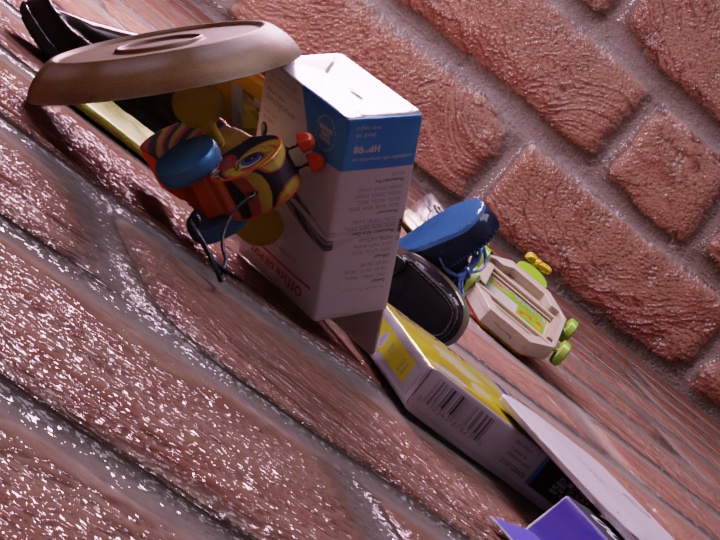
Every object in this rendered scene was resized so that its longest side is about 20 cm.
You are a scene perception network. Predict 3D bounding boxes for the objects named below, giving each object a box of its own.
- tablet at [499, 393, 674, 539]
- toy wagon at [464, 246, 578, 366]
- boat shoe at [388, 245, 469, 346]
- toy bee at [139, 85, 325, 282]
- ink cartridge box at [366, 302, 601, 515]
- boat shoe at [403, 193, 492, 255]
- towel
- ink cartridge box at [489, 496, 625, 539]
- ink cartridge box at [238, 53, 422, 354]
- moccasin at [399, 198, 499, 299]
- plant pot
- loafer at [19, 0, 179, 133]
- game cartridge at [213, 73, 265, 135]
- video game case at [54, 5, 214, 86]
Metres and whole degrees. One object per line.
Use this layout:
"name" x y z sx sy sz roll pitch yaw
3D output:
"tablet" 0.184 0.166 1.309 0.130 0.014 0.200 37 7 -37
"toy wagon" 0.197 0.036 2.230 0.155 0.040 0.200 40 25 -3
"boat shoe" 0.000 -0.001 1.534 0.200 0.072 0.066 37 11 20
"toy bee" -0.081 -0.062 1.271 0.200 0.108 0.131 56 -8 39
"ink cartridge box" 0.084 0.100 1.417 0.197 0.047 0.200 36 10 -26
"boat shoe" 0.137 -0.022 2.327 0.201 0.066 0.072 42 -1 19
"towel" -0.160 -0.095 1.463 0.200 0.018 0.086 37 6 -20
"ink cartridge box" 0.200 0.234 1.184 0.200 0.043 0.198 31 12 -48
"ink cartridge box" -0.028 -0.044 1.330 0.066 0.201 0.116 -8 32 -33
"moccasin" 0.072 -0.008 1.608 0.068 0.080 0.200 50 -27 -7
"plant pot" -0.141 -0.151 1.290 0.200 0.198 0.028 -111 -168 -77
"loafer" -0.201 -0.177 1.541 0.200 0.071 0.073 37 7 -25
"game cartridge" -0.056 -0.100 1.588 0.176 0.032 0.200 35 -26 14
"video game case" -0.196 -0.190 1.684 0.199 0.019 0.143 28 0 28
